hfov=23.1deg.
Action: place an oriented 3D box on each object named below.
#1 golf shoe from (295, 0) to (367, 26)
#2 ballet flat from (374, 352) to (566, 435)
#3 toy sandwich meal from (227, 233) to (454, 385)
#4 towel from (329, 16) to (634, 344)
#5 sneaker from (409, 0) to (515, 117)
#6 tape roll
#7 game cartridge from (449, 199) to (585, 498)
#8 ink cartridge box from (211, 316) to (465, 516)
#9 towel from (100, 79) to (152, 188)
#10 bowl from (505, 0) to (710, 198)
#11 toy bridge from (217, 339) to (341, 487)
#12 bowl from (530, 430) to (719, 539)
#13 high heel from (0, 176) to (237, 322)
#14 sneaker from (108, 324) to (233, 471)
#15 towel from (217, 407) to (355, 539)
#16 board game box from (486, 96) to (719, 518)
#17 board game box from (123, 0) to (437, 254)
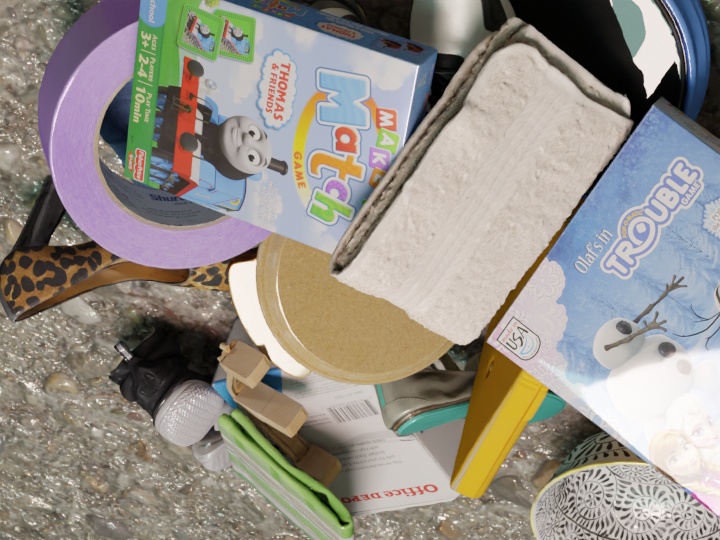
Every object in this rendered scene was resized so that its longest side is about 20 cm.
[{"bbox_3d":[0.004,-0.091,1.221,0.077,0.095,0.201,-26,121,6],"label":"golf shoe"},{"bbox_3d":[0.094,0.096,1.482,0.199,0.064,0.067,-1,149,-40],"label":"ballet flat"},{"bbox_3d":[0.000,0.000,1.386,0.203,0.070,0.207,-3,106,-12],"label":"toy sandwich meal"},{"bbox_3d":[0.082,-0.052,1.132,0.132,0.034,0.201,29,100,-37],"label":"towel"},{"bbox_3d":[0.064,-0.104,1.162,0.073,0.080,0.202,3,117,20],"label":"sneaker"},{"bbox_3d":[-0.129,-0.104,1.267,0.198,0.066,0.202,-8,121,-14],"label":"tape roll"},{"bbox_3d":[0.128,0.054,1.353,0.032,0.177,0.200,21,140,-5],"label":"game cartridge"},{"bbox_3d":[-0.011,0.119,1.544,0.146,0.086,0.200,-14,133,31],"label":"ink cartridge box"},{"bbox_3d":[-0.138,-0.107,1.358,0.111,0.049,0.201,-12,132,23],"label":"towel"},{"bbox_3d":[0.133,-0.139,1.188,0.199,0.039,0.202,9,120,15],"label":"bowl"},{"bbox_3d":[-0.076,0.111,1.452,0.067,0.027,0.200,27,160,34],"label":"toy bridge"},{"bbox_3d":[0.252,0.191,1.533,0.199,0.095,0.202,9,140,8],"label":"bowl"},{"bbox_3d":[-0.192,0.015,1.441,0.199,0.143,0.072,21,140,-6],"label":"high heel"},{"bbox_3d":[-0.158,0.111,1.597,0.114,0.076,0.200,43,178,22],"label":"sneaker"},{"bbox_3d":[-0.056,0.188,1.529,0.149,0.031,0.200,39,166,11],"label":"towel"},{"bbox_3d":[0.218,0.026,1.162,0.198,0.043,0.201,37,112,8],"label":"board game box"},{"bbox_3d":[-0.057,-0.102,1.158,0.199,0.037,0.152,20,121,16],"label":"board game box"}]
